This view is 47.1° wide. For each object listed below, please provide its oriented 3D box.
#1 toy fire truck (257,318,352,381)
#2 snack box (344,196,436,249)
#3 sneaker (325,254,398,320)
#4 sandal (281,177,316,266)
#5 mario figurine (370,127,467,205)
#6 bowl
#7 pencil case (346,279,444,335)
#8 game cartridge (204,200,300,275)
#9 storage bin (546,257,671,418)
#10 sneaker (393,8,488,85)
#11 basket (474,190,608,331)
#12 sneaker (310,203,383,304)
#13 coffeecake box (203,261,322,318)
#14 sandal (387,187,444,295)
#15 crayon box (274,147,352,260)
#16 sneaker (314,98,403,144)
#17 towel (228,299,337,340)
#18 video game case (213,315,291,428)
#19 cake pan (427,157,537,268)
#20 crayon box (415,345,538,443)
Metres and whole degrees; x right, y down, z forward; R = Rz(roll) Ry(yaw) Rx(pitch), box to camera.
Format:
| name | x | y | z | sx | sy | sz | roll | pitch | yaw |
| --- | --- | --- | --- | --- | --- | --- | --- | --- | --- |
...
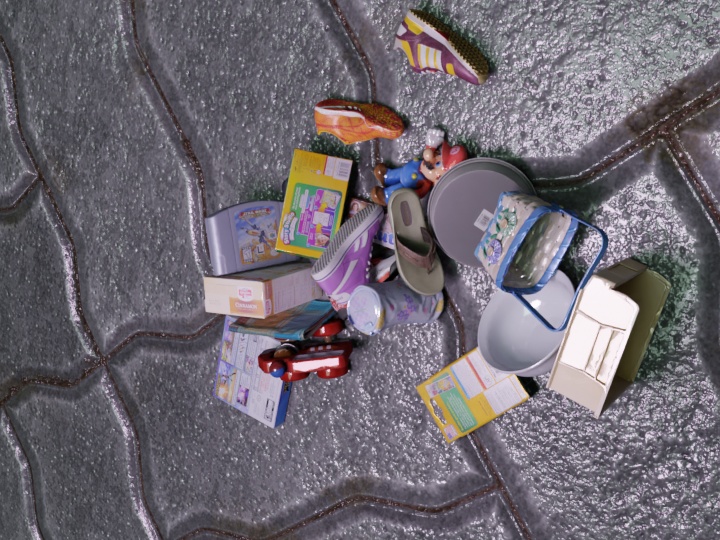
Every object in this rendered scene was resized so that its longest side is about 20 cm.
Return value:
| name | x | y | z | sx | sy | sz | roll | pitch | yaw |
| --- | --- | --- | --- | --- | --- | --- | --- | --- | --- |
| toy fire truck | -0.113 | 0.171 | 1.651 | 0.196 | 0.168 | 0.114 | -6 | 96 | 9 |
| snack box | 0.058 | -0.082 | 1.594 | 0.198 | 0.024 | 0.073 | 20 | 110 | 28 |
| sneaker | -0.001 | 0.001 | 1.623 | 0.201 | 0.067 | 0.109 | -43 | 78 | 34 |
| sandal | -0.120 | -0.091 | 1.675 | 0.042 | 0.076 | 0.203 | -21 | 88 | 27 |
| mario figurine | 0.101 | -0.189 | 1.499 | 0.198 | 0.105 | 0.126 | -16 | 89 | 35 |
| bowl | 0.303 | 0.102 | 1.409 | 0.200 | 0.090 | 0.203 | -33 | 37 | 29 |
| pencil case | 0.068 | 0.063 | 1.512 | 0.083 | 0.198 | 0.091 | -50 | 62 | 34 |
| game cartridge | -0.215 | -0.072 | 1.670 | 0.041 | 0.198 | 0.136 | 7 | 106 | 53 |
| storage bin | 0.397 | 0.098 | 1.306 | 0.093 | 0.199 | 0.202 | 26 | 112 | 28 |
| sneaker | 0.142 | -0.374 | 1.463 | 0.200 | 0.074 | 0.091 | 48 | 128 | 23 |
| basket | 0.287 | -0.023 | 1.325 | 0.200 | 0.138 | 0.179 | 39 | 116 | 38 |
| sneaker | -0.002 | -0.026 | 1.559 | 0.114 | 0.201 | 0.072 | 47 | 158 | -23 |
| coffeecake box | -0.194 | 0.034 | 1.674 | 0.151 | 0.199 | 0.074 | 4 | 102 | 32 |
| sandal | 0.096 | -0.045 | 1.461 | 0.079 | 0.057 | 0.204 | -22 | 107 | -8 |
| crayon box | -0.089 | -0.125 | 1.604 | 0.117 | 0.058 | 0.204 | 11 | 90 | 1 |
| sneaker | 0.000 | -0.277 | 1.580 | 0.198 | 0.073 | 0.078 | 19 | 131 | 33 |
| towel | -0.156 | 0.094 | 1.696 | 0.197 | 0.146 | 0.022 | 4 | 118 | 33 |
| video game case | -0.233 | 0.218 | 1.826 | 0.179 | 0.045 | 0.203 | 22 | 110 | 26 |
| cake pan | 0.213 | -0.094 | 1.441 | 0.197 | 0.037 | 0.204 | 4 | 111 | 10 |
| crayon box | 0.214 | 0.219 | 1.536 | 0.199 | 0.051 | 0.127 | -37 | 79 | 31 |
